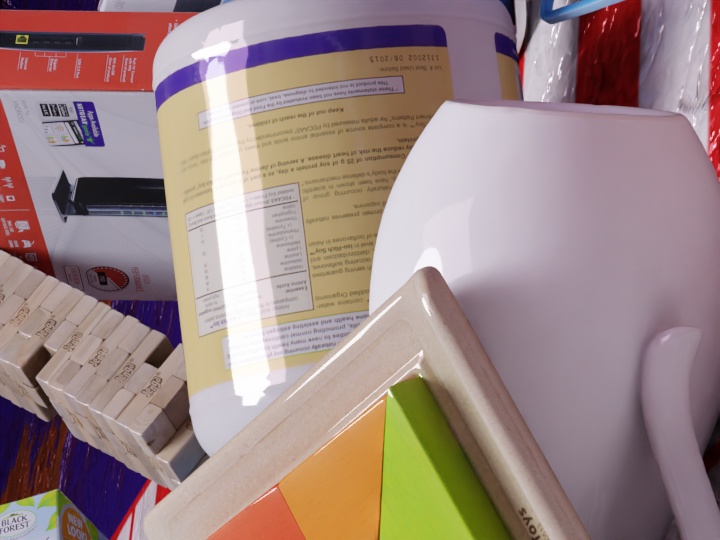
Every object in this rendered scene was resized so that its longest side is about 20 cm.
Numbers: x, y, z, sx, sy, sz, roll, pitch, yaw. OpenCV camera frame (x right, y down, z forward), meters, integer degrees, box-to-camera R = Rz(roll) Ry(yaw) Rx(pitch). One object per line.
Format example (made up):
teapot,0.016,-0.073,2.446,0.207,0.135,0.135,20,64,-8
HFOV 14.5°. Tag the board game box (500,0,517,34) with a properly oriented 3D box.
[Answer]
board game box,0.015,-0.200,1.188,0.035,0.126,0.201,-22,51,27

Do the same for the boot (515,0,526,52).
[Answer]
boot,0.022,-0.108,1.315,0.200,0.072,0.091,118,154,-52

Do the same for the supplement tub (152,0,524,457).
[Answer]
supplement tub,0.000,0.000,1.096,0.145,0.145,0.201,145,120,-71

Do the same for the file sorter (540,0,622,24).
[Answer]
file sorter,0.029,-0.192,1.029,0.123,0.199,0.139,-64,13,-8

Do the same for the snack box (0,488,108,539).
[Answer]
snack box,-0.128,0.219,1.428,0.200,0.053,0.143,55,-157,-53

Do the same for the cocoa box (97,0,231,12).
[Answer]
cocoa box,-0.035,-0.209,1.451,0.200,0.131,0.134,-74,6,-50

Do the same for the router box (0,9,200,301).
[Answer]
router box,-0.102,-0.055,1.430,0.200,0.179,0.049,82,-169,-59

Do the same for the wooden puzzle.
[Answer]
wooden puzzle,0.012,0.123,0.899,0.200,0.037,0.185,-44,70,46

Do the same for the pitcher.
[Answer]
pitcher,0.075,0.049,0.909,0.171,0.121,0.201,11,99,56

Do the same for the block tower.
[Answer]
block tower,-0.144,0.046,1.427,0.058,0.200,0.054,-50,-41,-21
